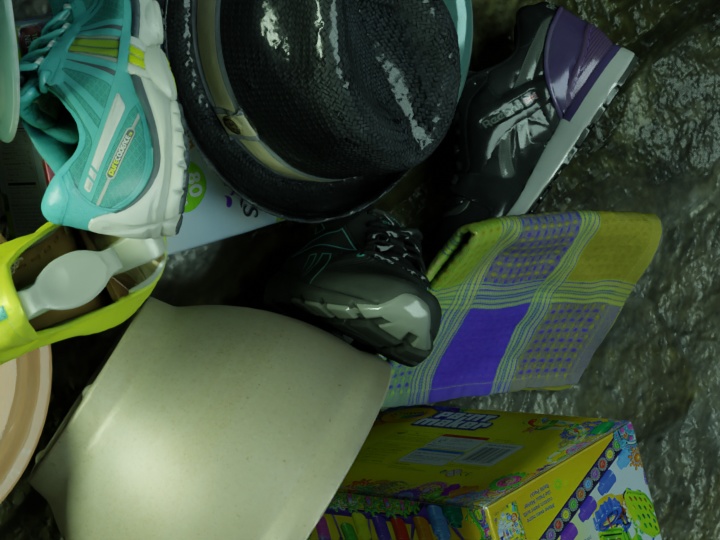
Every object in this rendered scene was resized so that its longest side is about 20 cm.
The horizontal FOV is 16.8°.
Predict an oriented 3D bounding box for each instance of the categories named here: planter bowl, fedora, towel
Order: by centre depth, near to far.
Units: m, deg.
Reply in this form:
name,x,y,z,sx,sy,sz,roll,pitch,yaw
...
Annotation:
name,x,y,z,sx,sy,sz,roll,pitch,yaw
fedora,-0.007,-0.120,1.295,0.200,0.091,0.201,-8,103,-37
planter bowl,-0.092,0.097,1.302,0.135,0.200,0.200,34,68,-5
towel,0.097,0.024,1.475,0.200,0.023,0.144,0,129,-49

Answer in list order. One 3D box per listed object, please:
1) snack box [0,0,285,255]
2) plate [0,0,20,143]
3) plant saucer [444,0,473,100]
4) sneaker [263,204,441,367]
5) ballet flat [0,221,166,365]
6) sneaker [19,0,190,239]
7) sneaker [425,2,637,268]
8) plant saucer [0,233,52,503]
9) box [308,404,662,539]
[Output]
name,x,y,z,sx,sy,sz,roll,pitch,yaw
snack box,-0.109,-0.084,1.354,0.200,0.053,0.143,-18,103,-39
plate,-0.201,-0.161,1.202,0.025,0.200,0.201,-10,97,-15
plant saucer,0.002,-0.145,1.396,0.200,0.036,0.201,0,90,-43
sneaker,0.000,0.000,1.342,0.075,0.200,0.079,33,84,-19
ballet flat,-0.136,-0.001,1.213,0.200,0.067,0.067,-33,98,-57
sneaker,-0.138,-0.101,1.214,0.079,0.078,0.200,-1,50,-19
sneaker,0.080,-0.074,1.501,0.087,0.076,0.200,35,79,2
plant saucer,-0.248,0.048,1.195,0.200,0.032,0.201,1,86,-21
box,0.070,0.191,1.409,0.122,0.200,0.193,-25,107,-36
